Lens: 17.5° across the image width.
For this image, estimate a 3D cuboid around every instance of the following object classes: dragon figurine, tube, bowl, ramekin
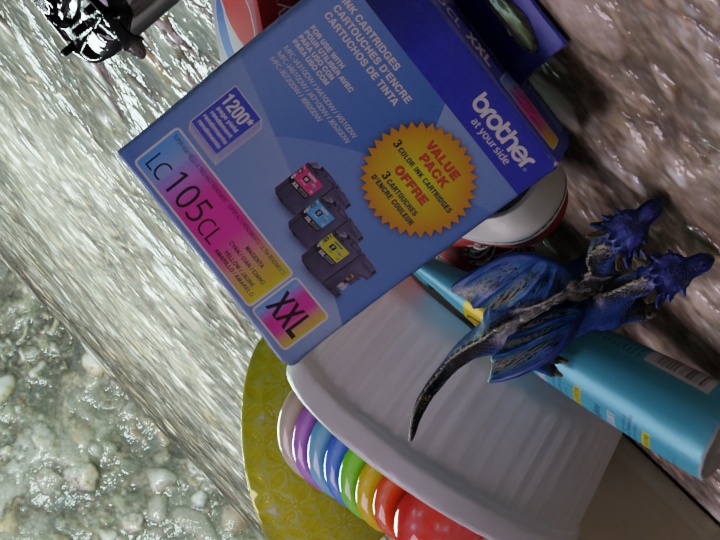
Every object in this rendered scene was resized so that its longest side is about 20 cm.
[{"bbox_3d":[0.086,0.022,1.164,0.099,0.200,0.059,4,-118,-67],"label":"dragon figurine"},{"bbox_3d":[0.109,0.042,1.243,0.200,0.050,0.077,29,170,24],"label":"tube"},{"bbox_3d":[-0.003,0.133,1.837,0.108,0.200,0.200,-8,135,23],"label":"bowl"},{"bbox_3d":[0.063,0.074,1.366,0.202,0.094,0.202,33,-170,-6],"label":"ramekin"}]

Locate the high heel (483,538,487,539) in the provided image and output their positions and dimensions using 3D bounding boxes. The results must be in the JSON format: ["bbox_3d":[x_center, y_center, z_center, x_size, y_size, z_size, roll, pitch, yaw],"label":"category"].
[{"bbox_3d":[0.053,0.135,1.555,0.143,0.071,0.200,34,125,1],"label":"high heel"}]

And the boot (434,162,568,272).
[{"bbox_3d":[0.073,-0.026,1.252,0.144,0.072,0.200,48,170,-31],"label":"boot"}]

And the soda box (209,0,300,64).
[{"bbox_3d":[-0.031,-0.098,1.197,0.070,0.063,0.200,15,116,64],"label":"soda box"}]

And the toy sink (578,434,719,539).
[{"bbox_3d":[0.186,0.220,1.465,0.200,0.112,0.130,45,167,22],"label":"toy sink"}]

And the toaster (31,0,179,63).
[{"bbox_3d":[-0.159,-0.218,1.354,0.200,0.119,0.181,51,169,-4],"label":"toaster"}]

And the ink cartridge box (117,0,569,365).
[{"bbox_3d":[0.006,-0.069,1.115,0.136,0.200,0.076,51,-166,-5],"label":"ink cartridge box"}]

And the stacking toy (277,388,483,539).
[{"bbox_3d":[0.021,0.128,1.444,0.085,0.085,0.200,56,171,-29],"label":"stacking toy"}]
